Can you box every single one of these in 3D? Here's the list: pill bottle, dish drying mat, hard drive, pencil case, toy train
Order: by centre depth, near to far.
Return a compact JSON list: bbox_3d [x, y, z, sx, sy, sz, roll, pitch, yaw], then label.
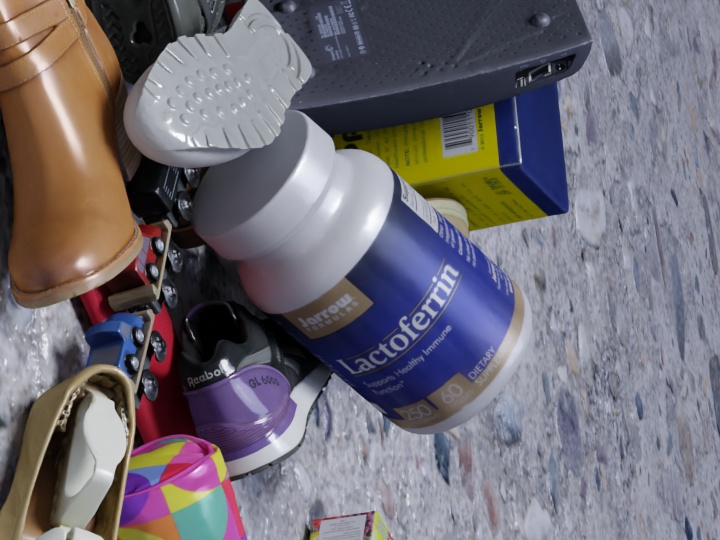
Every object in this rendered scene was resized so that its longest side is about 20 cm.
[{"bbox_3d":[-0.094,0.187,1.405,0.088,0.088,0.200,-57,132,-63],"label":"pencil case"},{"bbox_3d":[-0.123,-0.001,1.427,0.200,0.034,0.046,-82,151,-41],"label":"toy train"},{"bbox_3d":[-0.125,0.051,1.476,0.077,0.018,0.200,-70,146,-56],"label":"dish drying mat"},{"bbox_3d":[0.000,0.000,1.522,0.200,0.116,0.116,41,38,-29],"label":"pill bottle"},{"bbox_3d":[0.034,-0.147,1.587,0.042,0.200,0.135,81,-6,-46],"label":"hard drive"}]

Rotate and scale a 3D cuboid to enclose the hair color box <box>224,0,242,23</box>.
[{"bbox_3d":[-0.009,-0.193,1.785,0.200,0.111,0.064,-54,130,-64],"label":"hair color box"}]

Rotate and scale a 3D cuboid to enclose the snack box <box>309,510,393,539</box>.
[{"bbox_3d":[0.015,0.278,1.705,0.200,0.053,0.142,62,28,-42],"label":"snack box"}]

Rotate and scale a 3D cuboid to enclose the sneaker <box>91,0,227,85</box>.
[{"bbox_3d":[-0.126,-0.218,1.526,0.114,0.076,0.200,-51,131,-68],"label":"sneaker"}]

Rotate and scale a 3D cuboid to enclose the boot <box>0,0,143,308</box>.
[{"bbox_3d":[-0.166,-0.085,1.334,0.200,0.077,0.155,-76,151,-55],"label":"boot"}]

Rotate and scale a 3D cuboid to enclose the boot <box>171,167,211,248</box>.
[{"bbox_3d":[-0.089,-0.106,1.587,0.075,0.074,0.200,58,30,-29],"label":"boot"}]

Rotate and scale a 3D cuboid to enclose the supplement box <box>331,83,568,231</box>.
[{"bbox_3d":[0.024,-0.085,1.686,0.109,0.200,0.110,37,46,-64],"label":"supplement box"}]

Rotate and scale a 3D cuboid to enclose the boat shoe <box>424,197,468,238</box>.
[{"bbox_3d":[0.043,0.003,1.673,0.200,0.073,0.063,54,24,-71],"label":"boat shoe"}]

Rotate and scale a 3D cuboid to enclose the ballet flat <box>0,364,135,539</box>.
[{"bbox_3d":[-0.150,0.129,1.286,0.069,0.063,0.200,25,45,-25],"label":"ballet flat"}]

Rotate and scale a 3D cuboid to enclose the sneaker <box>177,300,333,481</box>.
[{"bbox_3d":[-0.067,0.048,1.527,0.200,0.076,0.088,-87,154,-74],"label":"sneaker"}]

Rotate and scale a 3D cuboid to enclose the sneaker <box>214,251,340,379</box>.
[{"bbox_3d":[-0.023,0.030,1.659,0.080,0.070,0.200,42,-2,39],"label":"sneaker"}]

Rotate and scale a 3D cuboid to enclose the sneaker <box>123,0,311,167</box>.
[{"bbox_3d":[-0.091,-0.089,1.427,0.076,0.080,0.200,55,23,-3],"label":"sneaker"}]
